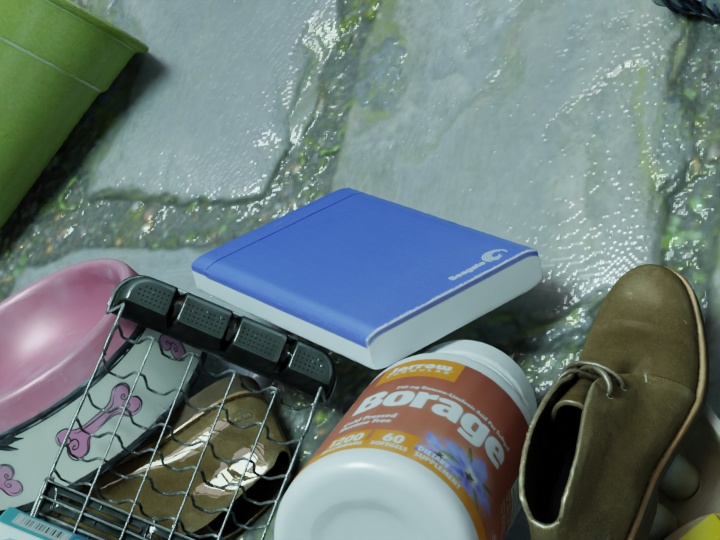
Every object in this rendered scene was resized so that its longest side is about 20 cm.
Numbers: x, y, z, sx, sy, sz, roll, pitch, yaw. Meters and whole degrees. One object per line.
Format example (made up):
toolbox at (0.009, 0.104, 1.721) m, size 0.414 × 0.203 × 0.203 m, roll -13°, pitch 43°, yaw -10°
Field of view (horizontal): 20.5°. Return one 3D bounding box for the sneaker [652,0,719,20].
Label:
sneaker at (0.223, -0.183, 1.261) m, size 0.081 × 0.074 × 0.201 m, roll -36°, pitch 41°, yaw 21°

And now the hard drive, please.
hard drive at (0.000, 0.000, 1.243) m, size 0.132 × 0.025 × 0.200 m, roll -27°, pitch 27°, yaw -27°

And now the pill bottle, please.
pill bottle at (0.035, 0.113, 1.100) m, size 0.112 × 0.113 × 0.200 m, roll -18°, pitch 13°, yaw 23°

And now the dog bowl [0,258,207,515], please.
dog bowl at (-0.204, 0.070, 1.316) m, size 0.199 × 0.074 × 0.200 m, roll -27°, pitch 24°, yaw 13°

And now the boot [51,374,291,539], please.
boot at (-0.132, 0.155, 1.273) m, size 0.200 × 0.074 × 0.076 m, roll -38°, pitch 57°, yaw 4°

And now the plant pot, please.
plant pot at (-0.290, -0.131, 1.502) m, size 0.200 × 0.200 × 0.191 m, roll 29°, pitch 92°, yaw 42°

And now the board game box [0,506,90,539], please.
board game box at (-0.173, 0.259, 1.145) m, size 0.150 × 0.047 × 0.201 m, roll 22°, pitch 93°, yaw -1°

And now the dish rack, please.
dish rack at (-0.111, 0.112, 1.209) m, size 0.153 × 0.055 × 0.201 m, roll 23°, pitch 76°, yaw -4°

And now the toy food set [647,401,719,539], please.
toy food set at (0.139, 0.172, 1.081) m, size 0.200 × 0.060 × 0.144 m, roll -39°, pitch 47°, yaw 7°

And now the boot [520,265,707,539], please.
boot at (0.136, 0.069, 1.072) m, size 0.073 × 0.076 × 0.201 m, roll -2°, pitch 52°, yaw 32°
